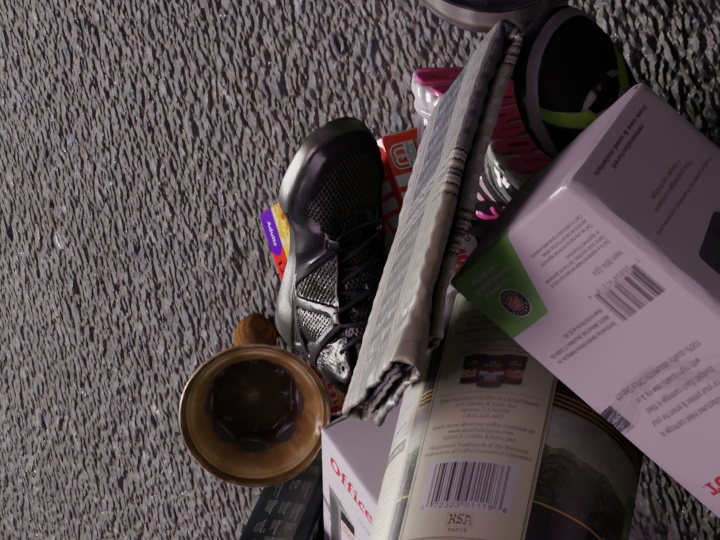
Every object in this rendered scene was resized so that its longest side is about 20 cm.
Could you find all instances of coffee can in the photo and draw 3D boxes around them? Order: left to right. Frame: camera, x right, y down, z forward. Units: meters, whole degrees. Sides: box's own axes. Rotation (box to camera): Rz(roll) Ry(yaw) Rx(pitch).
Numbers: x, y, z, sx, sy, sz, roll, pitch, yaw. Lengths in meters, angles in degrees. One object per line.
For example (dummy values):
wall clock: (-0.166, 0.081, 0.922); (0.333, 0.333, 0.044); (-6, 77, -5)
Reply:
coffee can: (0.085, 0.118, 1.433); (0.146, 0.146, 0.200); (122, 166, -53)

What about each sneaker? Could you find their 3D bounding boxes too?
sneaker: (0.000, 0.000, 1.600); (0.114, 0.076, 0.200); (47, 144, 36)
sneaker: (0.091, -0.054, 1.512); (0.200, 0.074, 0.088); (40, 136, 53)
sneaker: (0.157, -0.063, 1.367); (0.083, 0.072, 0.200); (6, 139, 46)

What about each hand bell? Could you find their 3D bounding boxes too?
hand bell: (-0.077, 0.071, 1.819); (0.200, 0.104, 0.105); (-99, 3, -73)

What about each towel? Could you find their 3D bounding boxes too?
towel: (0.042, -0.018, 1.364); (0.193, 0.034, 0.201); (127, 160, -75)

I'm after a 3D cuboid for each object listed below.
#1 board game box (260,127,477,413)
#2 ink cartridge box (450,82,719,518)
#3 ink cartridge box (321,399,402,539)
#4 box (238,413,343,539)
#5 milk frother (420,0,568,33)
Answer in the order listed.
board game box: (0.013, 0.002, 1.699); (0.200, 0.046, 0.152); (-29, 79, 60)
ink cartridge box: (0.168, 0.020, 1.314); (0.200, 0.084, 0.145); (41, 149, -4)
ink cartridge box: (0.042, 0.194, 1.670); (0.147, 0.083, 0.200); (52, 156, 35)
box: (-0.046, 0.217, 1.783); (0.046, 0.200, 0.159); (7, 118, 11)
milk frother: (0.115, -0.216, 1.342); (0.188, 0.199, 0.181); (-36, -49, -86)
